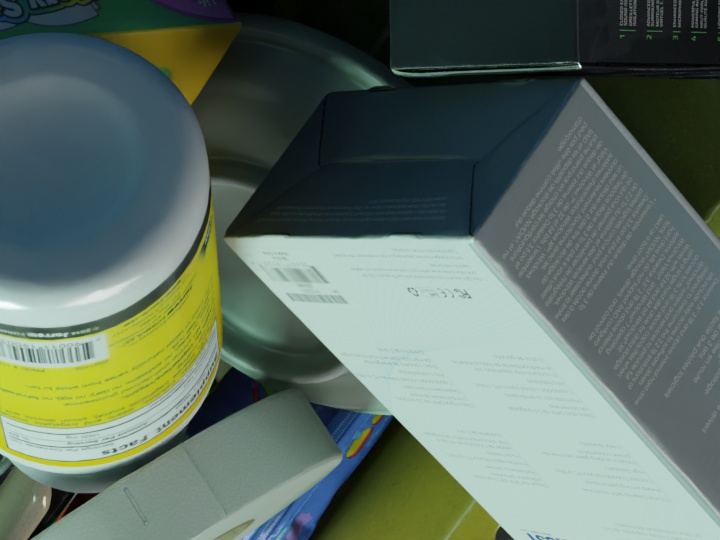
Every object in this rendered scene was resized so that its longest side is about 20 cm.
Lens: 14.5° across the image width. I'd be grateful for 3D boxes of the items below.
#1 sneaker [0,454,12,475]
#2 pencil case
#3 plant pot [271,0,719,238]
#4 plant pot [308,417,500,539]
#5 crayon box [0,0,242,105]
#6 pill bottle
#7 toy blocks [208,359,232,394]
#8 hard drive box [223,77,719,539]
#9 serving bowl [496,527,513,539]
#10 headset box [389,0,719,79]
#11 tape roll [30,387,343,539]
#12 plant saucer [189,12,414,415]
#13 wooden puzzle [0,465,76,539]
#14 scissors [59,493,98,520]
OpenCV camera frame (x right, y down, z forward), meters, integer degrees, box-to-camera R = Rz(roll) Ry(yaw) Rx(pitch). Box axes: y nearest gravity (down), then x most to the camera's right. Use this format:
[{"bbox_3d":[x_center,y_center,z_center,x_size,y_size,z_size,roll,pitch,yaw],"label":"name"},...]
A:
[{"bbox_3d":[-0.195,0.072,1.275,0.075,0.081,0.200,-16,154,-32],"label":"sneaker"},{"bbox_3d":[-0.030,0.072,1.282,0.078,0.087,0.200,29,105,-36],"label":"pencil case"},{"bbox_3d":[0.092,-0.064,1.191,0.199,0.190,0.200,-25,155,-13],"label":"plant pot"},{"bbox_3d":[0.089,0.130,1.255,0.194,0.195,0.200,-53,179,0],"label":"plant pot"},{"bbox_3d":[-0.170,-0.052,1.084,0.199,0.058,0.173,-9,148,-40],"label":"crayon box"},{"bbox_3d":[-0.109,0.007,1.058,0.112,0.113,0.200,-24,156,-12],"label":"pill bottle"},{"bbox_3d":[0.000,0.000,1.356,0.199,0.100,0.137,-11,138,-25],"label":"toy blocks"},{"bbox_3d":[0.071,0.026,1.036,0.200,0.156,0.077,48,66,-27],"label":"hard drive box"},{"bbox_3d":[0.052,0.071,1.455,0.199,0.200,0.066,-20,121,-21],"label":"serving bowl"},{"bbox_3d":[0.099,-0.156,1.023,0.093,0.175,0.200,2,-175,44],"label":"headset box"},{"bbox_3d":[-0.097,0.117,1.160,0.202,0.037,0.203,-33,174,-4],"label":"tape roll"},{"bbox_3d":[-0.032,-0.009,1.157,0.050,0.200,0.200,-50,173,-40],"label":"plant saucer"},{"bbox_3d":[-0.136,0.088,1.288,0.185,0.037,0.200,-52,-175,41],"label":"wooden puzzle"},{"bbox_3d":[-0.120,0.099,1.340,0.073,0.014,0.200,-55,-179,-11],"label":"scissors"}]
